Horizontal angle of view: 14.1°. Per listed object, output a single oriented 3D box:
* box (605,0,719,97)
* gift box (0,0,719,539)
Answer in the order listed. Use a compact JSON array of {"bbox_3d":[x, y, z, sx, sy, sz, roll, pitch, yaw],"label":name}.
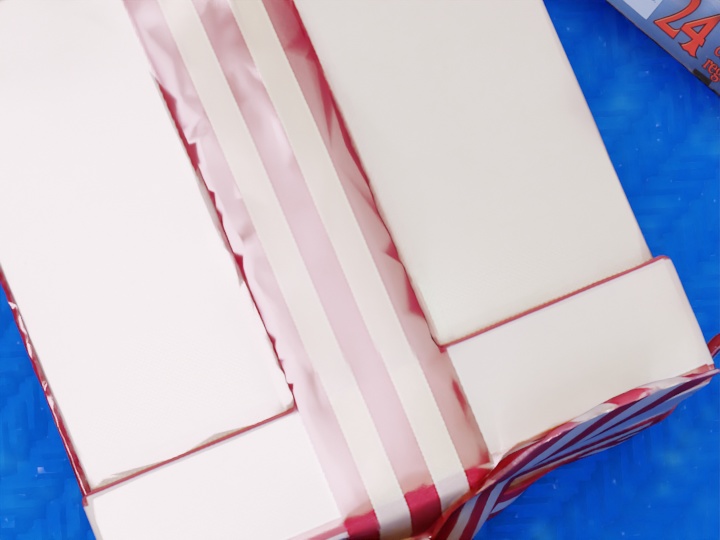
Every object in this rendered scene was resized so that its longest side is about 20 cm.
[{"bbox_3d":[0.081,-0.161,0.848,0.200,0.038,0.137,40,107,0],"label":"box"},{"bbox_3d":[0.000,0.000,0.796,0.199,0.185,0.187,-22,84,-1],"label":"gift box"}]
